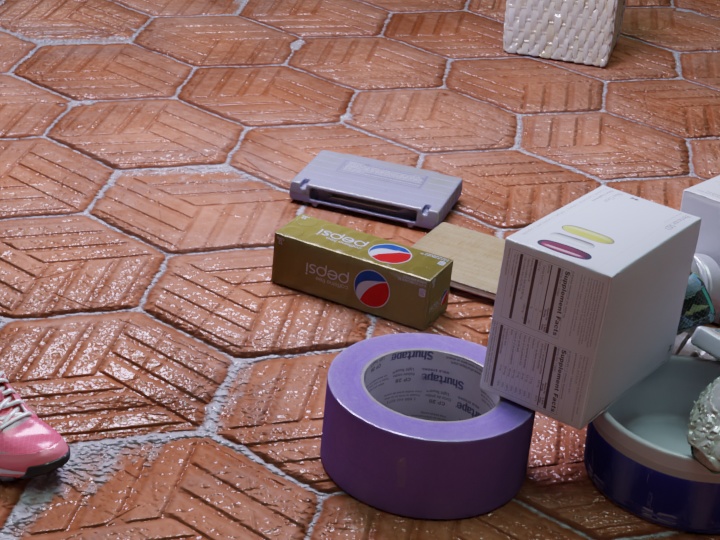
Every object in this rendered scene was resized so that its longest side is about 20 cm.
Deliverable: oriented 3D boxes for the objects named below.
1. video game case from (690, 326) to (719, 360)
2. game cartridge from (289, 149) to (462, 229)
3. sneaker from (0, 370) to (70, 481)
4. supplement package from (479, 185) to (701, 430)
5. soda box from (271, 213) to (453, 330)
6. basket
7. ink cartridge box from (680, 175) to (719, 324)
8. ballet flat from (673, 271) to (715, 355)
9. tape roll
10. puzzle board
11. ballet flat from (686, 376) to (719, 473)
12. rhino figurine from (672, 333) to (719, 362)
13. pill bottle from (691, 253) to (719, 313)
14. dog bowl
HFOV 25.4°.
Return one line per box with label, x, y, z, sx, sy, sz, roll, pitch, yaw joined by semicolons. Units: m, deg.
video game case;0.443;0.113;1.581;0.199;0.023;0.182;32;12;29
game cartridge;0.022;-0.105;2.062;0.199;0.039;0.130;13;23;14
sneaker;-0.344;0.123;1.452;0.199;0.087;0.074;24;32;32
supplement package;0.218;0.029;1.497;0.110;0.157;0.200;21;28;28
soda box;0.000;0.000;1.804;0.199;0.064;0.068;17;28;22
basket;0.348;-0.468;2.687;0.197;0.201;0.161;10;28;9
ink cartridge box;0.457;-0.040;1.890;0.083;0.148;0.199;24;30;37
ballet flat;0.285;0.074;1.635;0.074;0.200;0.075;18;52;-26
tape roll;0.063;0.142;1.503;0.198;0.086;0.200;5;25;-2
puzzle board;0.157;-0.002;1.897;0.199;0.018;0.151;18;27;21
ballet flat;0.354;0.099;1.451;0.071;0.072;0.200;20;44;27
rhino figurine;0.367;0.107;1.663;0.087;0.060;0.200;-1;24;-46
pill bottle;0.302;0.015;1.757;0.199;0.112;0.111;4;23;-33
dog bowl;0.315;0.162;1.522;0.198;0.079;0.200;5;26;-2
